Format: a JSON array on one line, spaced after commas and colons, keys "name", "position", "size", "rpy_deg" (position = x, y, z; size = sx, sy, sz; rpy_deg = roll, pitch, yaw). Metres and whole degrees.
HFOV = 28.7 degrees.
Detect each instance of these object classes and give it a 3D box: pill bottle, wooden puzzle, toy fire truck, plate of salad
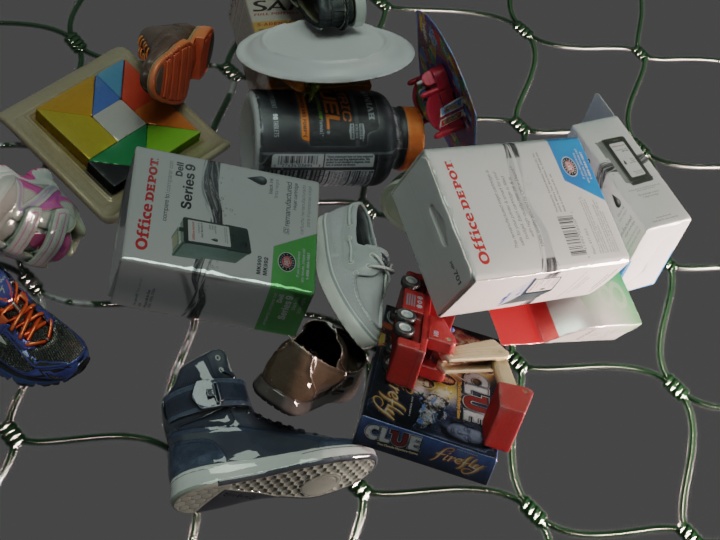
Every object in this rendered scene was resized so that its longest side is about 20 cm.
[{"name": "pill bottle", "position": [-0.030, -0.146, 1.560], "size": [0.197, 0.107, 0.107], "rpy_deg": [-2, 52, -17]}, {"name": "wooden puzzle", "position": [-0.270, -0.158, 1.549], "size": [0.199, 0.037, 0.185], "rpy_deg": [40, 53, 17]}, {"name": "toy fire truck", "position": [0.094, 0.082, 1.366], "size": [0.139, 0.049, 0.201], "rpy_deg": [17, 30, -3]}, {"name": "plate of salad", "position": [-0.038, -0.233, 1.551], "size": [0.197, 0.049, 0.201], "rpy_deg": [0, 27, 0]}]

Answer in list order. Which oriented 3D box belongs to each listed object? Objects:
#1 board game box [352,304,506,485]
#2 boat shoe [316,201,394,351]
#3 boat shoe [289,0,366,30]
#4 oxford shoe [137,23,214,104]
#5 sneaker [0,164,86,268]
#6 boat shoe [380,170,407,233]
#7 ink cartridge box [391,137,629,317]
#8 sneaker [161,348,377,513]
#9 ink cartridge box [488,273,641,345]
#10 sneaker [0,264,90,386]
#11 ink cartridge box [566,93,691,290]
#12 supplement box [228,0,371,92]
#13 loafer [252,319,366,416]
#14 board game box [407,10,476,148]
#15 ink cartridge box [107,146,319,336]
[{"name": "board game box", "position": [0.072, 0.117, 1.382], "size": [0.134, 0.035, 0.201], "rpy_deg": [18, 31, -2]}, {"name": "boat shoe", "position": [0.000, 0.000, 1.445], "size": [0.068, 0.072, 0.201], "rpy_deg": [-32, 31, 13]}, {"name": "boat shoe", "position": [-0.060, -0.332, 1.603], "size": [0.060, 0.077, 0.200], "rpy_deg": [-13, 32, -22]}, {"name": "oxford shoe", "position": [-0.222, -0.234, 1.578], "size": [0.072, 0.072, 0.200], "rpy_deg": [13, 20, 4]}, {"name": "sneaker", "position": [-0.325, -0.048, 1.374], "size": [0.088, 0.082, 0.200], "rpy_deg": [40, 16, 6]}, {"name": "boat shoe", "position": [0.116, -0.041, 1.537], "size": [0.201, 0.072, 0.060], "rpy_deg": [36, 38, 4]}, {"name": "ink cartridge box", "position": [0.150, -0.046, 1.408], "size": [0.198, 0.086, 0.148], "rpy_deg": [-8, 66, -30]}, {"name": "sneaker", "position": [-0.090, 0.142, 1.331], "size": [0.199, 0.077, 0.148], "rpy_deg": [-3, 54, -18]}, {"name": "ink cartridge box", "position": [0.197, -0.005, 1.479], "size": [0.198, 0.050, 0.163], "rpy_deg": [2, 61, -47]}, {"name": "sneaker", "position": [-0.344, 0.040, 1.341], "size": [0.198, 0.079, 0.076], "rpy_deg": [30, 51, 10]}, {"name": "ink cartridge box", "position": [0.275, -0.089, 1.590], "size": [0.067, 0.117, 0.201], "rpy_deg": [-13, 56, -26]}, {"name": "supplement box", "position": [-0.074, -0.262, 1.662], "size": [0.124, 0.074, 0.202], "rpy_deg": [-4, 53, -19]}, {"name": "loafer", "position": [-0.033, 0.085, 1.348], "size": [0.073, 0.072, 0.200], "rpy_deg": [33, 16, 9]}, {"name": "board game box", "position": [0.080, -0.190, 1.577], "size": [0.038, 0.201, 0.159], "rpy_deg": [-22, 63, -7]}, {"name": "ink cartridge box", "position": [-0.148, -0.029, 1.434], "size": [0.197, 0.084, 0.148], "rpy_deg": [10, 54, -13]}]
